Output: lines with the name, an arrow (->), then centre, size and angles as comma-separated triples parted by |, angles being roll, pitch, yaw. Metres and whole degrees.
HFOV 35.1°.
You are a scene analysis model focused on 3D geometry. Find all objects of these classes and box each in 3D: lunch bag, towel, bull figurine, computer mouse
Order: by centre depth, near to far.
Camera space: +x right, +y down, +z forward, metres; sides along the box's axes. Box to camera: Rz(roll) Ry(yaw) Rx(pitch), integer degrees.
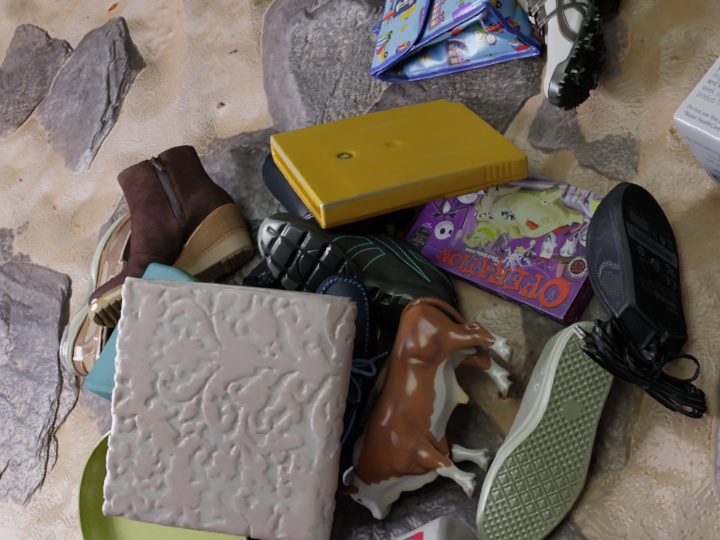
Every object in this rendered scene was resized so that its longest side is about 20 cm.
towel -> -0.106, 0.111, 0.916 | 0.190, 0.032, 0.201 | 6, 91, 4
computer mouse -> 0.214, 0.017, 0.916 | 0.053, 0.138, 0.201 | -31, 39, 39
bull figurine -> 0.056, 0.126, 0.969 | 0.121, 0.065, 0.201 | 15, 93, 19
lunch bag -> 0.093, -0.284, 1.201 | 0.200, 0.094, 0.151 | -14, 58, 43

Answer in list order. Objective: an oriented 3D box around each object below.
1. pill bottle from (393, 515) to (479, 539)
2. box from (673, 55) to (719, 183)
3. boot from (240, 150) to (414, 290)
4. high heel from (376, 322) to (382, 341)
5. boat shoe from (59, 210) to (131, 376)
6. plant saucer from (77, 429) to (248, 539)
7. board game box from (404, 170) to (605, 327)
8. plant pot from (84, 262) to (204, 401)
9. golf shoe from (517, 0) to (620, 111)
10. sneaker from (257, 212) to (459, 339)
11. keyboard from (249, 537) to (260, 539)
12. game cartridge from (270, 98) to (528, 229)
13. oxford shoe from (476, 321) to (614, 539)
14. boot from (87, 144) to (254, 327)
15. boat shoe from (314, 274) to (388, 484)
pill bottle -> 0.010, 0.284, 0.897 | 0.200, 0.111, 0.111 | -31, 51, 17
box -> 0.384, -0.137, 0.882 | 0.200, 0.105, 0.184 | -51, 47, 0
boot -> -0.066, -0.037, 1.133 | 0.200, 0.077, 0.168 | 24, 59, 35
high heel -> -0.023, 0.129, 1.033 | 0.142, 0.071, 0.200 | -38, 39, 19
boat shoe -> -0.263, 0.029, 1.271 | 0.072, 0.076, 0.201 | 11, 77, 31
plant saucer -> -0.178, 0.234, 1.051 | 0.199, 0.031, 0.201 | 5, 100, 30
board game box -> 0.141, -0.034, 1.048 | 0.200, 0.032, 0.120 | 24, 84, 41
plant pot -> -0.146, 0.085, 1.048 | 0.142, 0.141, 0.200 | -63, 19, -11
golf shoe -> 0.191, -0.236, 1.090 | 0.094, 0.078, 0.201 | 8, 58, 22
sneaker -> 0.000, 0.000, 1.037 | 0.075, 0.200, 0.079 | -54, 10, 40
keyboard -> -0.175, 0.256, 1.092 | 0.199, 0.040, 0.104 | -20, 55, 24
game cartridge -> 0.032, -0.106, 1.075 | 0.199, 0.033, 0.176 | -13, 30, -14
oxford shoe -> 0.151, 0.136, 0.925 | 0.058, 0.075, 0.201 | 175, 119, -81
boot -> -0.231, -0.039, 1.244 | 0.200, 0.072, 0.167 | -27, 61, -17
boat shoe -> -0.021, 0.103, 0.962 | 0.084, 0.069, 0.201 | 4, 85, 2
